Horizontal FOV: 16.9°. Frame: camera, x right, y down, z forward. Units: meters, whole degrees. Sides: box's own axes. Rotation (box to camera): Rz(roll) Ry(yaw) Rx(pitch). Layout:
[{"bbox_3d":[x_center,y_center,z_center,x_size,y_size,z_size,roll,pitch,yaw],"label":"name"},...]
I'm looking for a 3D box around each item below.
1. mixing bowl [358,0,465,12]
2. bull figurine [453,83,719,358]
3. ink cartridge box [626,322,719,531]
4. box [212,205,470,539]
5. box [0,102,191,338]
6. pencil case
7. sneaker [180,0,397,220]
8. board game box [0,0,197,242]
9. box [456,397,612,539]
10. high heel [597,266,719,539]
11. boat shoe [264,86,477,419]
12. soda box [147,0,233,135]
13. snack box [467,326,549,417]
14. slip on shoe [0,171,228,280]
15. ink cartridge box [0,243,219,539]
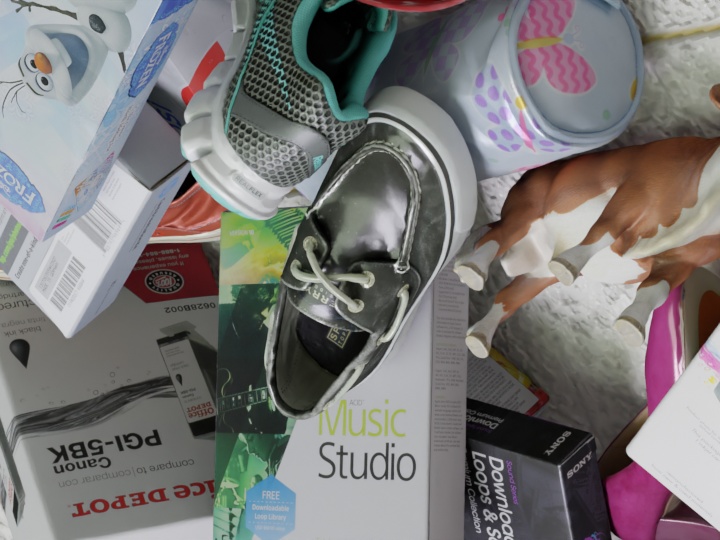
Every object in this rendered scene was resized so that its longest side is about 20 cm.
[{"bbox_3d":[0.022,-0.222,1.010,0.200,0.108,0.200,29,140,27],"label":"mixing bowl"},{"bbox_3d":[0.120,-0.021,1.090,0.065,0.121,0.200,54,152,-12],"label":"bull figurine"},{"bbox_3d":[0.200,0.017,1.026,0.067,0.117,0.200,41,145,10],"label":"ink cartridge box"},{"bbox_3d":[-0.012,0.065,1.248,0.144,0.036,0.201,-3,83,38],"label":"box"},{"bbox_3d":[-0.186,-0.079,1.242,0.200,0.041,0.156,44,143,6],"label":"box"},{"bbox_3d":[0.042,-0.082,1.141,0.083,0.091,0.200,42,151,-24],"label":"pencil case"},{"bbox_3d":[-0.015,-0.117,1.102,0.078,0.200,0.091,32,139,-31],"label":"sneaker"},{"bbox_3d":[-0.175,-0.144,1.114,0.200,0.043,0.199,44,137,8],"label":"board game box"},{"bbox_3d":[0.046,0.128,1.286,0.200,0.036,0.143,13,129,38],"label":"box"},{"bbox_3d":[0.136,0.067,1.186,0.096,0.067,0.200,16,136,29],"label":"high heel"},{"bbox_3d":[0.000,0.000,1.128,0.071,0.064,0.200,33,141,14],"label":"boat shoe"},{"bbox_3d":[-0.085,-0.114,1.206,0.068,0.064,0.200,24,162,30],"label":"soda box"},{"bbox_3d":[0.011,0.090,1.365,0.142,0.053,0.200,41,144,14],"label":"snack box"},{"bbox_3d":[-0.151,-0.043,1.348,0.199,0.074,0.061,-8,149,19],"label":"slip on shoe"},{"bbox_3d":[-0.133,0.088,1.374,0.083,0.146,0.200,106,148,-47],"label":"ink cartridge box"}]
